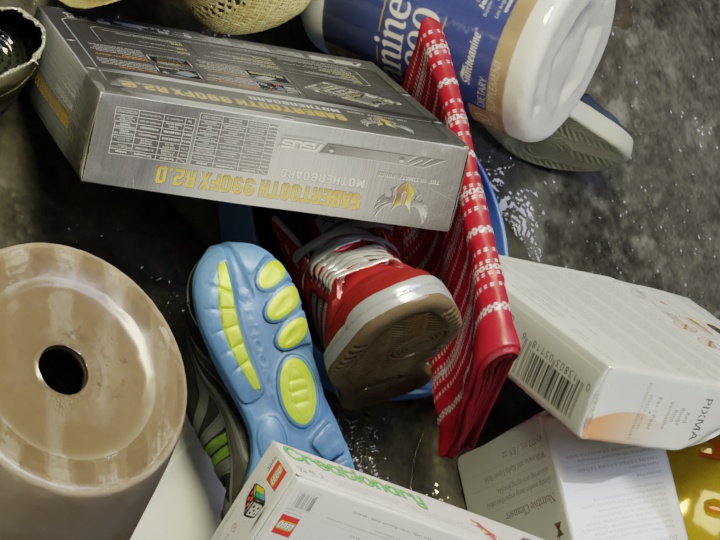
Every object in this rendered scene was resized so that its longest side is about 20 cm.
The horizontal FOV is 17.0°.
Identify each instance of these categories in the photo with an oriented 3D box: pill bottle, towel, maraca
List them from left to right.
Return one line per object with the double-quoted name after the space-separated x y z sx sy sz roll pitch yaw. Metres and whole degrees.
0.035 -0.159 1.373 0.199 0.111 0.111 26 42 21 "pill bottle"
0.044 -0.014 1.295 0.022 0.145 0.201 -6 65 -13 "towel"
0.206 0.135 1.473 0.138 0.107 0.200 67 23 -16 "maraca"

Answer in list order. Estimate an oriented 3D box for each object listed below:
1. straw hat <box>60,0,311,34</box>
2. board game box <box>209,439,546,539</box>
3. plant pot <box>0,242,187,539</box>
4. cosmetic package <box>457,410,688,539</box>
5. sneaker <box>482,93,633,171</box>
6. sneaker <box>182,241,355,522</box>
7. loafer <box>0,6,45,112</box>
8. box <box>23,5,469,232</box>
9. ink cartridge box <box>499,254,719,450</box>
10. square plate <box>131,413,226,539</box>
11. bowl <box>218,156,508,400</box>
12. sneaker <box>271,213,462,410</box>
-0.063 -0.177 1.311 0.085 0.200 0.201 54 44 -29 "straw hat"
0.004 0.171 1.220 0.199 0.127 0.035 24 16 -36 "board game box"
-0.169 0.077 1.081 0.199 0.173 0.201 16 58 -27 "plant pot"
0.132 0.185 1.366 0.081 0.113 0.201 -5 74 -27 "cosmetic package"
0.095 -0.132 1.500 0.199 0.075 0.085 28 60 -31 "sneaker"
-0.049 0.083 1.237 0.070 0.083 0.201 -13 96 -15 "sneaker"
-0.239 -0.113 1.188 0.199 0.070 0.076 -9 79 -44 "loafer"
-0.063 -0.079 1.247 0.199 0.158 0.049 7 109 -23 "box"
0.156 0.051 1.374 0.199 0.162 0.050 14 106 -38 "ink cartridge box"
-0.077 0.186 1.241 0.200 0.028 0.198 56 46 -9 "square plate"
0.002 -0.020 1.392 0.200 0.039 0.202 18 62 -37 "bowl"
0.000 0.000 1.241 0.071 0.200 0.113 -16 78 -8 "sneaker"
